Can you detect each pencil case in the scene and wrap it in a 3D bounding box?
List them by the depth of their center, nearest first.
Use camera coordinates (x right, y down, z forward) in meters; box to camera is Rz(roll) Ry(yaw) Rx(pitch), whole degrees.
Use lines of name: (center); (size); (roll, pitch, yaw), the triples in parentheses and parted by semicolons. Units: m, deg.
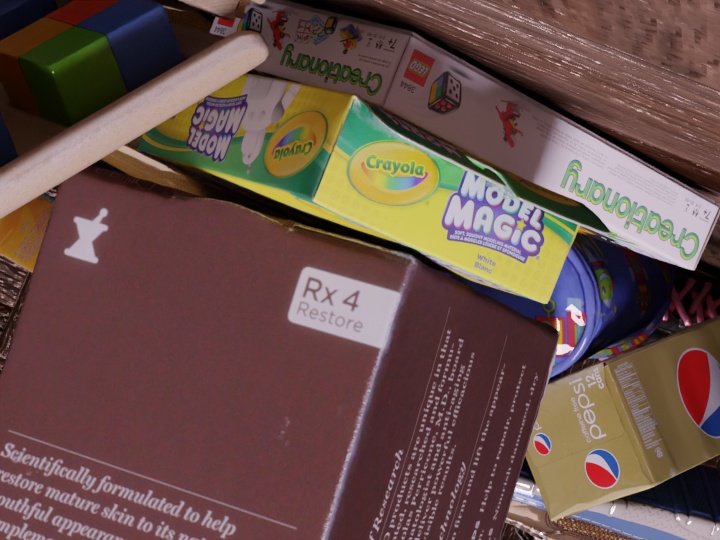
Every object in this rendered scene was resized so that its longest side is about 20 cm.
pencil case: (0.099, 0.011, 1.174); (0.087, 0.078, 0.200); (-14, 178, 19)

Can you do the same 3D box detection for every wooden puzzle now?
wooden puzzle: (-0.159, -0.065, 0.918); (0.200, 0.185, 0.046); (15, 133, 55)

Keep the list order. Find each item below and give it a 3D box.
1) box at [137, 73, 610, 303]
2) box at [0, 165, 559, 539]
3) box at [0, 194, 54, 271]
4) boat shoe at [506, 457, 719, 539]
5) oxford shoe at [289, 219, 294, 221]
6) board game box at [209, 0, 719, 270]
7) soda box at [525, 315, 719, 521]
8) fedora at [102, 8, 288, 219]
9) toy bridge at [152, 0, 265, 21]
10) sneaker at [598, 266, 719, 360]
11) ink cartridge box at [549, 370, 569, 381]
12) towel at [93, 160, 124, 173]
box: (0.003, -0.036, 0.939); (0.117, 0.049, 0.200); (23, 176, -28)
box: (-0.037, 0.068, 1.003); (0.165, 0.165, 0.200); (16, 177, 25)
box: (-0.224, -0.065, 1.112); (0.119, 0.042, 0.200); (34, 179, 19)
boat shoe: (0.113, 0.129, 1.190); (0.199, 0.073, 0.072); (17, -153, -9)
oxford shoe: (0.000, 0.000, 1.177); (0.200, 0.075, 0.058); (60, -166, 27)
board game box: (0.045, -0.060, 0.998); (0.200, 0.035, 0.126); (24, 178, -40)
soda box: (0.161, 0.063, 1.165); (0.068, 0.064, 0.200); (-25, 173, 40)
fedora: (-0.105, -0.095, 1.125); (0.200, 0.082, 0.201); (29, -176, -2)
toy bridge: (-0.103, -0.128, 0.951); (0.200, 0.027, 0.067); (21, 180, 45)
sneaker: (0.198, 0.025, 1.377); (0.200, 0.079, 0.095); (23, 157, -23)
ink cartridge box: (0.037, -0.002, 1.284); (0.198, 0.043, 0.200); (57, -171, 17)
towel: (-0.172, -0.080, 1.198); (0.200, 0.022, 0.147); (35, -175, -4)
